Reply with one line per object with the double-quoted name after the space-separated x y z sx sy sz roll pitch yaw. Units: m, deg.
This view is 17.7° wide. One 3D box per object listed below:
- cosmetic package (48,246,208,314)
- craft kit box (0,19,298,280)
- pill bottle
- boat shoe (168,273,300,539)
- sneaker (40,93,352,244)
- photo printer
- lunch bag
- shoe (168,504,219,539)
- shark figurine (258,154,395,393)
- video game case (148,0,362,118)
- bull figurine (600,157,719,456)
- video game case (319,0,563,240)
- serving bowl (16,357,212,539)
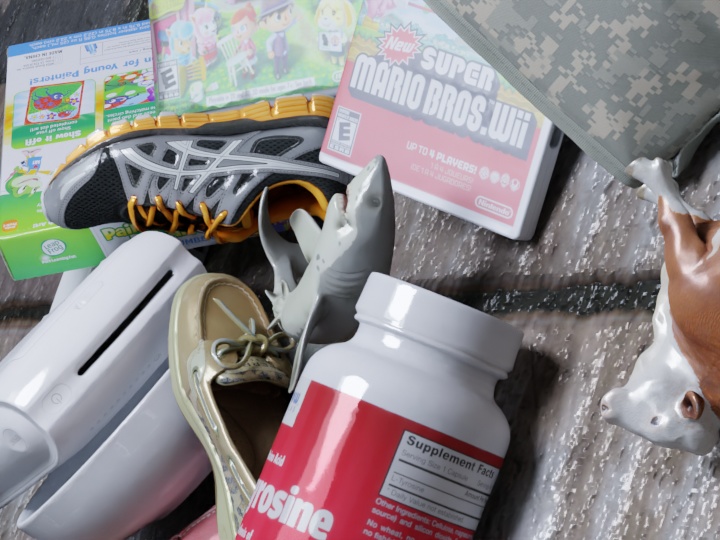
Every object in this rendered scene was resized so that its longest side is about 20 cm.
-0.161 0.011 1.600 0.051 0.083 0.200 -6 64 61 "cosmetic package"
-0.139 -0.092 1.548 0.198 0.200 0.049 -94 -8 -48 "craft kit box"
0.007 0.108 1.167 0.112 0.112 0.200 14 81 64 "pill bottle"
-0.056 0.085 1.310 0.063 0.073 0.200 -48 54 52 "boat shoe"
-0.098 -0.052 1.425 0.078 0.200 0.077 72 -174 -67 "sneaker"
-0.179 0.062 1.436 0.166 0.069 0.200 -50 7 -30 "photo printer"
0.130 -0.160 1.122 0.164 0.200 0.118 -47 -12 30 "lunch bag"
-0.130 0.195 1.378 0.200 0.091 0.072 -52 30 28 "shoe"
-0.007 0.014 1.306 0.214 0.089 0.128 162 119 -74 "shark figurine"
-0.052 -0.193 1.465 0.200 0.022 0.182 -8 83 32 "video game case"
0.172 -0.010 0.989 0.200 0.065 0.121 -40 69 31 "bull figurine"
0.060 -0.132 1.253 0.143 0.017 0.200 23 103 34 "video game case"
-0.123 0.103 1.430 0.200 0.066 0.200 -46 6 6 "serving bowl"
